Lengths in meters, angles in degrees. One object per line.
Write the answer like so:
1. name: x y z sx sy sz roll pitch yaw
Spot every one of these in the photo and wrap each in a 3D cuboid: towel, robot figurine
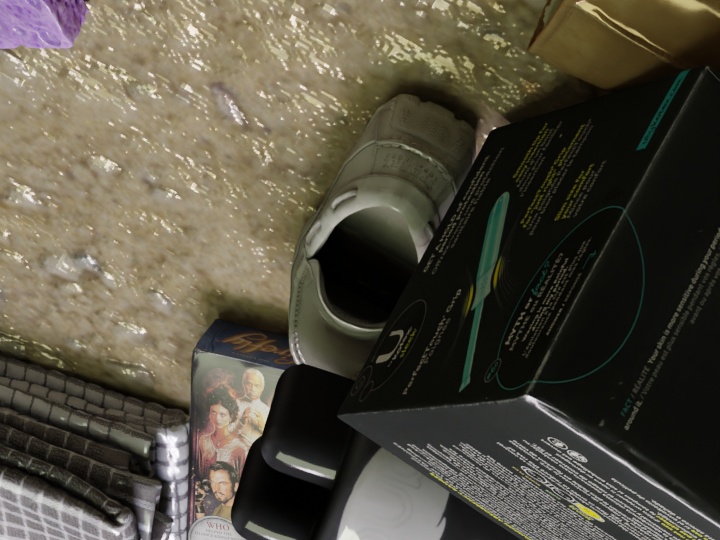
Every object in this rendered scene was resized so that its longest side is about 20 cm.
1. towel: -0.194 0.138 1.460 0.199 0.086 0.166 17 129 12
2. robot figurine: 0.044 0.113 1.221 0.199 0.125 0.150 21 158 -4

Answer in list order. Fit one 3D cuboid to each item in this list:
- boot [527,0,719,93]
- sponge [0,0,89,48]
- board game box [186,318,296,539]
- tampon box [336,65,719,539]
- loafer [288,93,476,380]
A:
1. boot: 0.179 -0.085 1.004 0.199 0.066 0.175 29 144 -3
2. sponge: -0.226 -0.149 1.196 0.199 0.030 0.112 3 139 27
3. board game box: 0.010 0.111 1.336 0.199 0.035 0.136 13 119 17
4. tampon box: 0.106 0.025 1.059 0.126 0.150 0.200 34 165 -15
5. loafer: 0.000 0.000 1.212 0.070 0.070 0.200 23 144 3
